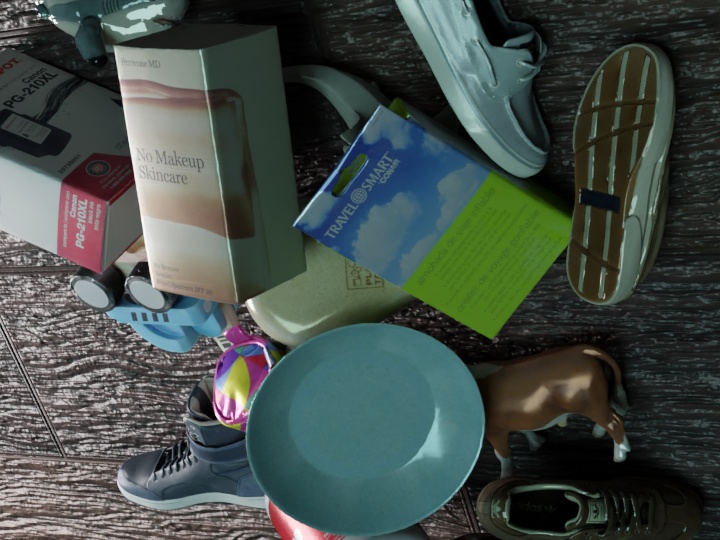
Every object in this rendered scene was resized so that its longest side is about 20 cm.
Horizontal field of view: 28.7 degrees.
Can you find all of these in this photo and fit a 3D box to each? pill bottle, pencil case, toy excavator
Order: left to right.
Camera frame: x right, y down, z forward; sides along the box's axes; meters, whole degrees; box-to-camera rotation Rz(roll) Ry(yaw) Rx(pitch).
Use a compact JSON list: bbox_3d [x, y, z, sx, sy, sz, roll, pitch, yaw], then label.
[{"bbox_3d":[-0.141,0.042,1.314,0.194,0.100,0.200,1,136,31],"label":"toy excavator"},{"bbox_3d":[-0.037,0.113,1.246,0.200,0.089,0.088,22,145,-40],"label":"pencil case"},{"bbox_3d":[-0.020,0.227,1.301,0.200,0.112,0.113,48,150,50],"label":"pill bottle"}]

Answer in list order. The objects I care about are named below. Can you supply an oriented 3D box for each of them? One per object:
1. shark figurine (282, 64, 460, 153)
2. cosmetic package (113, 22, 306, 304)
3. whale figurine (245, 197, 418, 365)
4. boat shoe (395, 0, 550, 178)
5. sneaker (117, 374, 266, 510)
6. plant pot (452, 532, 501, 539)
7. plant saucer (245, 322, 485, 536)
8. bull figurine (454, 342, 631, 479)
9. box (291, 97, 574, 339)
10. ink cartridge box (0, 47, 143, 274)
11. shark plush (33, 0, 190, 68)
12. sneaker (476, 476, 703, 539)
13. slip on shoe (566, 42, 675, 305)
[{"bbox_3d":[-0.012,-0.116,1.113,0.214,0.089,0.128,42,120,12],"label":"shark figurine"},{"bbox_3d":[-0.115,-0.085,1.096,0.103,0.087,0.201,8,114,39],"label":"cosmetic package"},{"bbox_3d":[0.000,0.000,1.201,0.199,0.104,0.160,-6,90,8],"label":"whale figurine"},{"bbox_3d":[0.097,-0.159,1.038,0.071,0.070,0.201,-21,113,32],"label":"boat shoe"},{"bbox_3d":[-0.172,0.171,1.413,0.201,0.077,0.147,-4,132,20],"label":"sneaker"},{"bbox_3d":[0.154,0.336,1.264,0.200,0.200,0.183,5,84,26],"label":"plant pot"},{"bbox_3d":[0.003,0.128,1.174,0.200,0.039,0.202,-3,113,-7],"label":"plant saucer"},{"bbox_3d":[0.141,0.116,1.219,0.199,0.065,0.122,-14,119,39],"label":"bull figurine"},{"bbox_3d":[0.057,-0.042,1.083,0.200,0.048,0.122,29,109,-24],"label":"box"},{"bbox_3d":[-0.271,-0.100,1.235,0.199,0.145,0.085,23,129,12],"label":"ink cartridge box"},{"bbox_3d":[-0.230,-0.246,1.188,0.200,0.091,0.084,38,116,27],"label":"shark plush"},{"bbox_3d":[0.200,0.212,1.197,0.199,0.076,0.071,0,84,-3],"label":"sneaker"},{"bbox_3d":[0.203,-0.072,1.054,0.076,0.060,0.201,22,116,44],"label":"slip on shoe"}]
